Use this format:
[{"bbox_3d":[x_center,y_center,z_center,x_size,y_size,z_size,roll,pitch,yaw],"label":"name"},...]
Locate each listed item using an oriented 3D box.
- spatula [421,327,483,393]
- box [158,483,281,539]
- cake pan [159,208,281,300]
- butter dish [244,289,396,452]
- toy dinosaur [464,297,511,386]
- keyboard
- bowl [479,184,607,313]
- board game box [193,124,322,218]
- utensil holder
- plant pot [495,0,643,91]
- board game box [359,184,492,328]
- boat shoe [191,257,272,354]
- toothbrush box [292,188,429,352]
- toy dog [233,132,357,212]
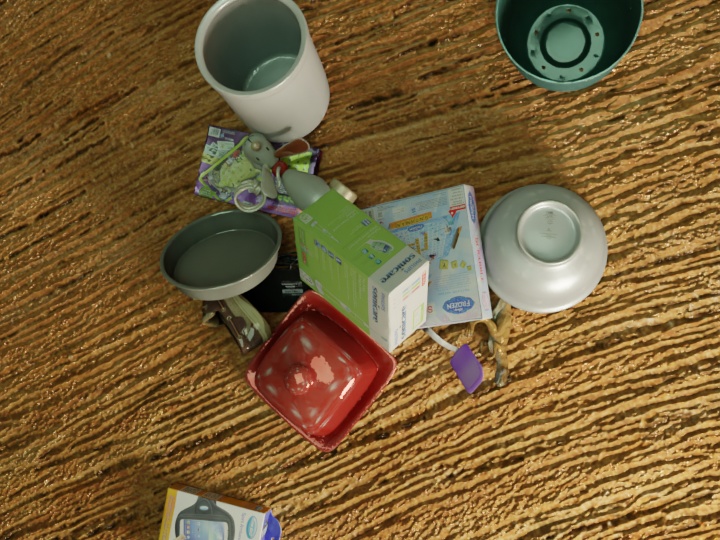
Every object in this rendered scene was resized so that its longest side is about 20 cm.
[{"bbox_3d":[0.120,0.102,1.343,0.200,0.020,0.057,47,133,14],"label":"spatula"},{"bbox_3d":[-0.231,0.434,1.408,0.197,0.041,0.121,10,90,15],"label":"box"},{"bbox_3d":[-0.217,-0.024,1.361,0.197,0.201,0.037,-3,130,12],"label":"cake pan"},{"bbox_3d":[-0.079,0.161,1.326,0.199,0.148,0.200,40,99,10],"label":"butter dish"},{"bbox_3d":[0.212,0.073,1.323,0.105,0.060,0.203,9,94,-14],"label":"toy dinosaur"},{"bbox_3d":[-0.108,0.015,1.405,0.197,0.040,0.105,-1,111,11],"label":"keyboard"},{"bbox_3d":[0.273,-0.044,1.264,0.198,0.090,0.204,-1,77,3],"label":"bowl"},{"bbox_3d":[-0.170,-0.161,1.419,0.198,0.032,0.122,14,89,12],"label":"board game box"},{"bbox_3d":[-0.141,-0.307,1.317,0.168,0.200,0.172,-2,78,9],"label":"utensil holder"},{"bbox_3d":[0.300,-0.354,1.253,0.198,0.161,0.204,0,89,12],"label":"plant pot"},{"bbox_3d":[0.092,-0.012,1.317,0.198,0.041,0.202,-10,84,31],"label":"board game box"},{"bbox_3d":[-0.227,0.058,1.380,0.072,0.072,0.200,-39,66,-18],"label":"boat shoe"},{"bbox_3d":[0.000,0.000,1.259,0.086,0.146,0.200,-37,59,-24],"label":"toothbrush box"},{"bbox_3d":[-0.102,-0.136,1.336,0.198,0.096,0.133,19,89,-3],"label":"toy dog"}]
